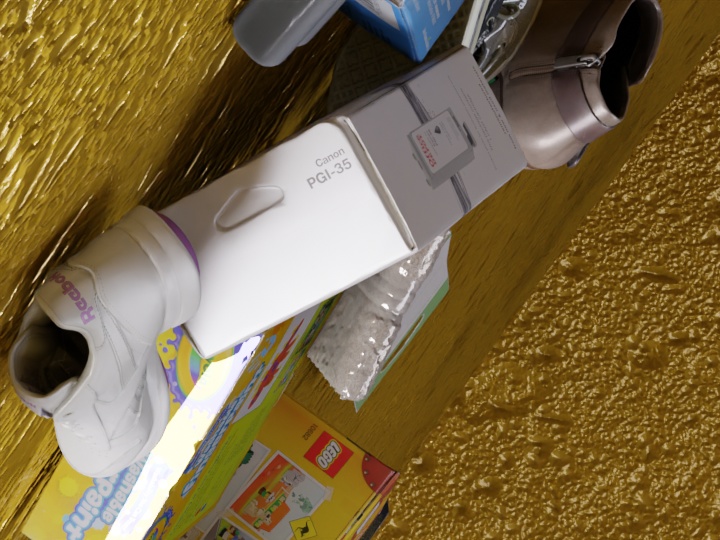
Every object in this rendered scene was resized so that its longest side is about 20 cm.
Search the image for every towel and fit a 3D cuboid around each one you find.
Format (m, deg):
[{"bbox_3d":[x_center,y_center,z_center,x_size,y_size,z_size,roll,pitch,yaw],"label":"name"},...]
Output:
[{"bbox_3d":[0.000,0.000,1.563,0.133,0.034,0.200,-65,-161,8],"label":"towel"}]

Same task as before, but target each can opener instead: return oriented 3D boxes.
[{"bbox_3d":[0.000,-0.176,1.135,0.053,0.066,0.200,-41,173,-49],"label":"can opener"}]

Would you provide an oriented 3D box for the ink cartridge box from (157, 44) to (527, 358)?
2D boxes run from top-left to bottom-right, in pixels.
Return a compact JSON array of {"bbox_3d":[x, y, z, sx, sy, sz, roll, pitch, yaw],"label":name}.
[{"bbox_3d":[-0.013,-0.039,1.318,0.146,0.083,0.200,-27,-176,26],"label":"ink cartridge box"}]

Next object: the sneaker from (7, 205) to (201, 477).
[{"bbox_3d":[-0.143,0.047,1.223,0.100,0.075,0.200,-32,157,-31],"label":"sneaker"}]

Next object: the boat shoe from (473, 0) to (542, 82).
[{"bbox_3d":[0.043,-0.132,1.474,0.202,0.074,0.065,-48,176,4],"label":"boat shoe"}]

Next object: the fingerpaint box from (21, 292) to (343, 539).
[{"bbox_3d":[-0.103,0.076,1.481,0.200,0.073,0.167,-59,171,22],"label":"fingerpaint box"}]

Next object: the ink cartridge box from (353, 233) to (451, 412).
[{"bbox_3d":[0.019,0.035,2.068,0.146,0.048,0.200,-53,172,-11],"label":"ink cartridge box"}]

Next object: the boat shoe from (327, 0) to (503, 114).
[{"bbox_3d":[0.046,-0.152,1.412,0.200,0.075,0.062,-63,163,18],"label":"boat shoe"}]

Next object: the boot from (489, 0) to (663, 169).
[{"bbox_3d":[0.127,-0.148,1.530,0.146,0.070,0.200,-17,-128,45],"label":"boot"}]

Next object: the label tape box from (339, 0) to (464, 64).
[{"bbox_3d":[0.061,-0.216,1.262,0.200,0.063,0.144,-54,173,-3],"label":"label tape box"}]

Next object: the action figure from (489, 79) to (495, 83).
[{"bbox_3d":[0.041,-0.111,1.602,0.118,0.055,0.200,-56,165,22],"label":"action figure"}]

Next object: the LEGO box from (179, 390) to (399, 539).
[{"bbox_3d":[-0.093,0.181,1.692,0.200,0.149,0.077,-49,170,-30],"label":"LEGO box"}]

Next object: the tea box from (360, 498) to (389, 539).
[{"bbox_3d":[-0.086,0.222,1.945,0.200,0.134,0.197,-52,170,-10],"label":"tea box"}]
